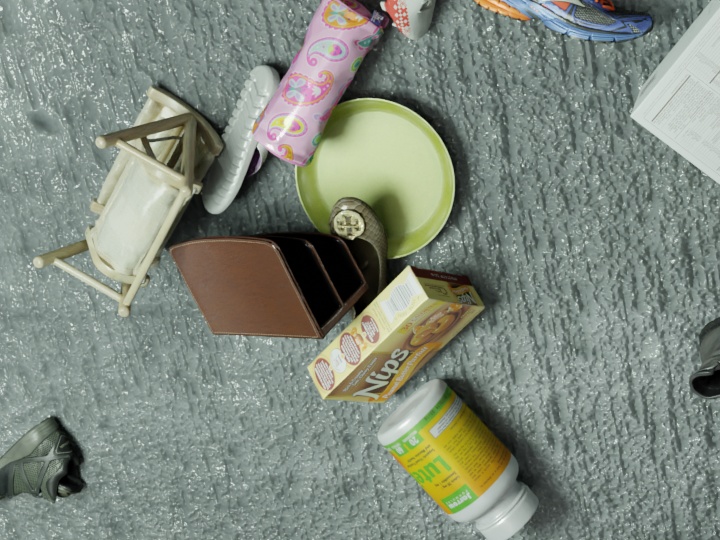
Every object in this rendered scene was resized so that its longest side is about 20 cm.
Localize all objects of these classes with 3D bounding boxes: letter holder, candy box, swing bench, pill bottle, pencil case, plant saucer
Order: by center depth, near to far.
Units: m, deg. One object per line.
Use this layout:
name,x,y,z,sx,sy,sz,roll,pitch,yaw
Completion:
pencil case,-0.047,-0.220,1.310,0.087,0.087,0.200,32,103,5
letter holder,-0.116,-0.005,1.370,0.200,0.101,0.142,-1,125,44
plant saucer,0.019,-0.112,1.376,0.200,0.031,0.200,6,112,16
candy box,0.042,0.082,1.392,0.200,0.115,0.055,-45,55,27
swing bench,-0.270,-0.089,1.396,0.130,0.200,0.199,31,118,-5
pill bottle,0.126,0.242,1.430,0.200,0.111,0.111,47,117,-3

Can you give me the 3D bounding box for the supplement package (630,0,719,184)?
supplement package,0.404,-0.169,1.156,0.200,0.152,0.151,37,117,2

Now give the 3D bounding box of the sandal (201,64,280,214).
sandal,-0.136,-0.152,1.400,0.050,0.082,0.203,11,120,-33

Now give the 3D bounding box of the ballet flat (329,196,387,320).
ballet flat,0.000,0.000,1.385,0.067,0.046,0.200,6,130,18

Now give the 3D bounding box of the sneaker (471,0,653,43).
sneaker,0.217,-0.294,1.218,0.200,0.075,0.079,20,112,9

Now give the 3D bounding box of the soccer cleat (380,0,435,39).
soccer cleat,0.069,-0.323,1.219,0.085,0.069,0.200,23,146,24

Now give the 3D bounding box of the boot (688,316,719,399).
boot,0.454,0.068,1.241,0.070,0.132,0.200,47,117,-2

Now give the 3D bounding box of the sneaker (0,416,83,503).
sneaker,-0.488,0.314,1.685,0.199,0.076,0.114,-40,88,21
